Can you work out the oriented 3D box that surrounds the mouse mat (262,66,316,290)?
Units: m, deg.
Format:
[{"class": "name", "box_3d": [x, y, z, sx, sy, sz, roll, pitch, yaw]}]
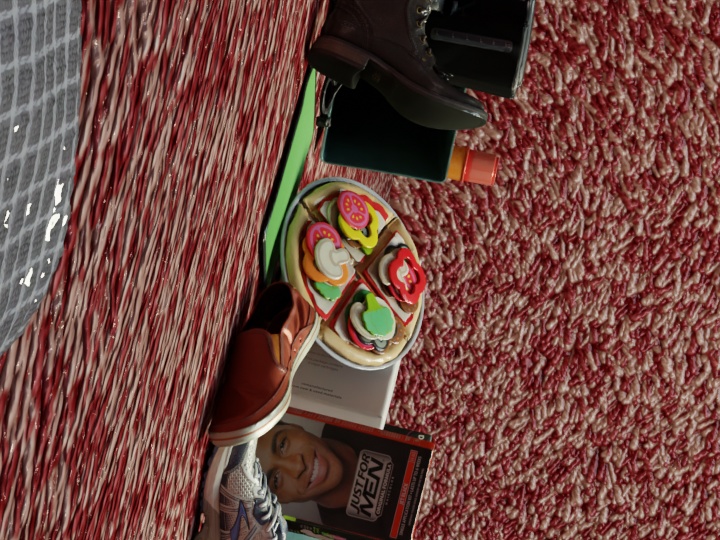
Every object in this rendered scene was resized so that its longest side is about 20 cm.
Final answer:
[{"class": "mouse mat", "box_3d": [-0.069, -0.086, 1.727, 0.161, 0.008, 0.200, 96, 7, -67]}]

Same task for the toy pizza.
[{"class": "toy pizza", "box_3d": [0.000, 0.000, 1.773, 0.032, 0.200, 0.200, -19, -136, 42]}]

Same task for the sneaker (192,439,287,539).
[{"class": "sneaker", "box_3d": [-0.105, 0.221, 1.661, 0.077, 0.085, 0.200, -69, 171, -68]}]

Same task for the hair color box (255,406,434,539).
[{"class": "hair color box", "box_3d": [-0.036, 0.193, 1.721, 0.061, 0.200, 0.102, -11, 114, -86]}]

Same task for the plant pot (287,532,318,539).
[{"class": "plant pot", "box_3d": [-0.040, 0.411, 2.667, 0.200, 0.188, 0.200, 14, 90, -87]}]

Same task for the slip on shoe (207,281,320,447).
[{"class": "slip on shoe", "box_3d": [-0.093, 0.084, 1.601, 0.061, 0.074, 0.200, 61, 34, -29]}]

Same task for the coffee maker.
[{"class": "coffee maker", "box_3d": [0.072, -0.234, 1.805, 0.135, 0.200, 0.192, -72, 173, -54]}]

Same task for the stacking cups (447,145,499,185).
[{"class": "stacking cups", "box_3d": [0.077, -0.147, 2.272, 0.061, 0.200, 0.061, 13, 90, -89]}]

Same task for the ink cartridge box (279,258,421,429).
[{"class": "ink cartridge box", "box_3d": [-0.030, 0.088, 1.880, 0.147, 0.145, 0.200, 99, 5, -56]}]

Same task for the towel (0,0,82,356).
[{"class": "towel", "box_3d": [-0.113, -0.053, 0.417, 0.166, 0.086, 0.200, -68, 170, -75]}]

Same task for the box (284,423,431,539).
[{"class": "box", "box_3d": [-0.024, 0.260, 2.208, 0.124, 0.200, 0.149, 92, 12, -75]}]

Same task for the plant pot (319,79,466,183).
[{"class": "plant pot", "box_3d": [0.040, -0.219, 1.991, 0.200, 0.141, 0.141, -85, -174, -57]}]

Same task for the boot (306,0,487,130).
[{"class": "boot", "box_3d": [0.054, -0.241, 1.680, 0.174, 0.200, 0.069, -69, -167, -18]}]
